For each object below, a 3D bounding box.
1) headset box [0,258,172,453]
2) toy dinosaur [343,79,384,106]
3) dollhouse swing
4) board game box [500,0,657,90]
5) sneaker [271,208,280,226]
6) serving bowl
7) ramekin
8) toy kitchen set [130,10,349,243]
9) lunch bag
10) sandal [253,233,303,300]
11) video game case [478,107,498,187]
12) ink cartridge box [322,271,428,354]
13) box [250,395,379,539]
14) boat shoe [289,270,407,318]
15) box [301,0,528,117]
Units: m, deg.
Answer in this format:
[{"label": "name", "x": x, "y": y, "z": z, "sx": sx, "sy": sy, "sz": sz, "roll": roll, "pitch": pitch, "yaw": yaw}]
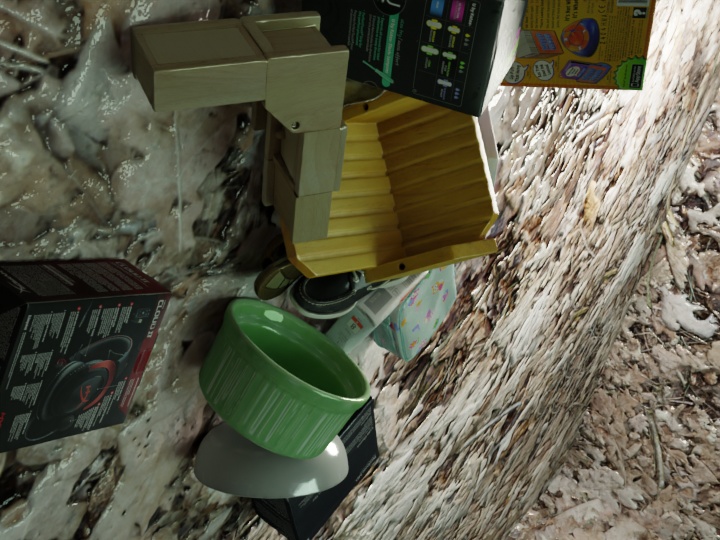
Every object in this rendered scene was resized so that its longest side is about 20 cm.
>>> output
[{"label": "headset box", "x": -0.269, "y": 0.072, "z": 0.865, "sx": 0.199, "sy": 0.074, "sz": 0.150, "roll": -5, "pitch": 121, "yaw": -61}, {"label": "toy dinosaur", "x": -0.025, "y": -0.194, "z": 1.007, "sx": 0.200, "sy": 0.100, "sz": 0.059, "roll": -49, "pitch": 149, "yaw": -30}, {"label": "dollhouse swing", "x": 0.025, "y": -0.097, "z": 1.044, "sx": 0.175, "sy": 0.180, "sz": 0.203, "roll": -4, "pitch": 81, "yaw": -58}, {"label": "board game box", "x": 0.261, "y": -0.368, "z": 1.172, "sx": 0.201, "sy": 0.196, "sz": 0.202, "roll": 76, "pitch": 22, "yaw": -57}, {"label": "sneaker", "x": -0.031, "y": -0.097, "z": 1.147, "sx": 0.199, "sy": 0.075, "sz": 0.106, "roll": -5, "pitch": 110, "yaw": -55}, {"label": "serving bowl", "x": -0.112, "y": 0.222, "z": 1.207, "sx": 0.199, "sy": 0.197, "sz": 0.067, "roll": -10, "pitch": 105, "yaw": -59}, {"label": "ramekin", "x": -0.095, "y": 0.130, "z": 1.125, "sx": 0.098, "sy": 0.199, "sz": 0.199, "roll": -56, "pitch": 156, "yaw": 12}, {"label": "toy kitchen set", "x": -0.126, "y": -0.146, "z": 0.897, "sx": 0.178, "sy": 0.164, "sz": 0.202, "roll": -11, "pitch": 132, "yaw": -23}, {"label": "lunch bag", "x": 0.078, "y": 0.043, "z": 1.490, "sx": 0.161, "sy": 0.077, "sz": 0.201, "roll": -49, "pitch": 153, "yaw": -21}, {"label": "sandal", "x": -0.085, "y": -0.019, "z": 1.144, "sx": 0.080, "sy": 0.054, "sz": 0.200, "roll": -46, "pitch": 179, "yaw": 25}, {"label": "video game case", "x": 0.165, "y": -0.154, "z": 1.366, "sx": 0.184, "sy": 0.023, "sz": 0.202, "roll": 91, "pitch": -3, "yaw": -46}, {"label": "ink cartridge box", "x": -0.008, "y": 0.078, "z": 1.288, "sx": 0.200, "sy": 0.050, "sz": 0.162, "roll": -52, "pitch": 174, "yaw": 39}, {"label": "box", "x": -0.072, "y": 0.281, "z": 1.427, "sx": 0.200, "sy": 0.103, "sz": 0.183, "roll": -46, "pitch": 151, "yaw": -27}, {"label": "boat shoe", "x": 0.000, "y": 0.000, "z": 1.164, "sx": 0.198, "sy": 0.074, "sz": 0.061, "roll": -18, "pitch": 154, "yaw": -37}, {"label": "box", "x": 0.057, "y": -0.261, "z": 0.941, "sx": 0.149, "sy": 0.197, "sz": 0.126, "roll": -58, "pitch": 161, "yaw": -48}]
